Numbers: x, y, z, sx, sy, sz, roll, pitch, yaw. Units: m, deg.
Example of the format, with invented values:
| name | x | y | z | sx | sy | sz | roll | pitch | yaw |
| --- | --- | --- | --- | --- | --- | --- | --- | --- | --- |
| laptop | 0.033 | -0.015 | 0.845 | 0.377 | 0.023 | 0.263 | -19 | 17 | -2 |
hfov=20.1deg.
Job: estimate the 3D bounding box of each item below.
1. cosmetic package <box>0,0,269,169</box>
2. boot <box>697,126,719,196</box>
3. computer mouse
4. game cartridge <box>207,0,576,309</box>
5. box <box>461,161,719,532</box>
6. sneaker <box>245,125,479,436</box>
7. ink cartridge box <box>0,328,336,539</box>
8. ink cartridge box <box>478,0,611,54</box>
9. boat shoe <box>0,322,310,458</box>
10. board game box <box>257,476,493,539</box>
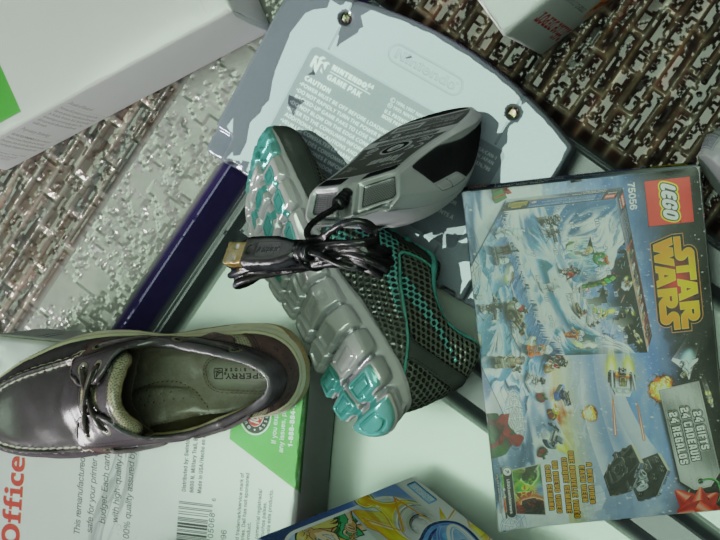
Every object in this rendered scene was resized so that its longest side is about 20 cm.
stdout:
| name | x | y | z | sx | sy | sz | roll | pitch | yaw |
| --- | --- | --- | --- | --- | --- | --- | --- | --- | --- |
| cosmetic package | -0.170 | -0.153 | 1.239 | 0.200 | 0.085 | 0.108 | -28 | 82 | 13 |
| boot | 0.285 | -0.019 | 1.140 | 0.096 | 0.074 | 0.200 | -38 | 94 | -4 |
| computer mouse | 0.013 | -0.037 | 1.116 | 0.109 | 0.200 | 0.044 | -11 | 107 | 37 |
| game cartridge | 0.022 | -0.081 | 1.220 | 0.200 | 0.040 | 0.134 | 31 | 101 | 11 |
| box | 0.136 | 0.044 | 1.171 | 0.136 | 0.040 | 0.201 | -5 | 96 | 5 |
| sneaker | 0.000 | 0.000 | 1.179 | 0.091 | 0.078 | 0.200 | -15 | 68 | -27 |
| ink cartridge box | -0.123 | 0.115 | 1.231 | 0.199 | 0.083 | 0.147 | 6 | 92 | 13 |
| ink cartridge box | 0.126 | -0.238 | 1.136 | 0.200 | 0.145 | 0.145 | -37 | 83 | 12 |
| boat shoe | -0.130 | 0.068 | 1.156 | 0.199 | 0.065 | 0.072 | -7 | 89 | 13 |
| board game box | 0.052 | 0.197 | 1.112 | 0.200 | 0.135 | 0.035 | 36 | 122 | 30 |
